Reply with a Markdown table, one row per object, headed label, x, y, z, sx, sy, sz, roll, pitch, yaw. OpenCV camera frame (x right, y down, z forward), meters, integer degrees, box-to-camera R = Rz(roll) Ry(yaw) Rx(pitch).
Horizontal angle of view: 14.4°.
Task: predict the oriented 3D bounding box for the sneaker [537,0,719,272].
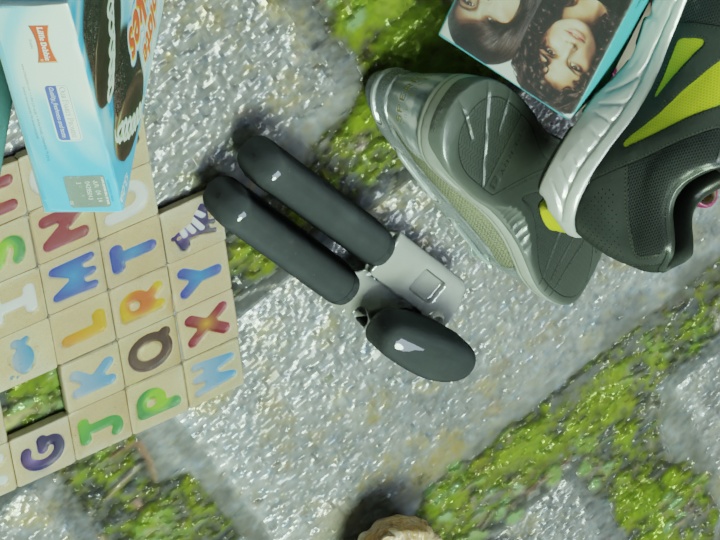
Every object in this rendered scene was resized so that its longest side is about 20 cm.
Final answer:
| label | x | y | z | sx | sy | sz | roll | pitch | yaw |
| --- | --- | --- | --- | --- | --- | --- | --- | --- | --- |
| sneaker | 0.172 | -0.087 | 1.385 | 0.201 | 0.084 | 0.074 | -57 | 159 | 10 |

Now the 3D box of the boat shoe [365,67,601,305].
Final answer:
| label | x | y | z | sx | sy | sz | roll | pitch | yaw |
| --- | --- | --- | --- | --- | --- | --- | --- | --- | --- |
| boat shoe | 0.071 | -0.046 | 1.476 | 0.075 | 0.065 | 0.202 | -62 | 144 | -8 |

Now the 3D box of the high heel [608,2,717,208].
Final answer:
| label | x | y | z | sx | sy | sz | roll | pitch | yaw |
| --- | --- | --- | --- | --- | --- | --- | --- | --- | --- |
| high heel | 0.139 | -0.121 | 1.433 | 0.067 | 0.096 | 0.201 | -27 | 135 | -17 |

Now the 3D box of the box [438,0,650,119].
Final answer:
| label | x | y | z | sx | sy | sz | roll | pitch | yaw |
| --- | --- | --- | --- | --- | --- | --- | --- | --- | --- |
| box | 0.113 | -0.175 | 1.344 | 0.049 | 0.082 | 0.201 | -45 | 165 | -50 |

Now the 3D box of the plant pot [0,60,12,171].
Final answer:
| label | x | y | z | sx | sy | sz | roll | pitch | yaw |
| --- | --- | --- | --- | --- | --- | --- | --- | --- | --- |
| plant pot | -0.223 | -0.105 | 1.147 | 0.141 | 0.141 | 0.201 | 2 | 112 | -38 |

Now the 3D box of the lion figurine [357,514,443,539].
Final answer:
| label | x | y | z | sx | sy | sz | roll | pitch | yaw |
| --- | --- | --- | --- | --- | --- | --- | --- | --- | --- |
| lion figurine | 0.054 | 0.196 | 1.655 | 0.200 | 0.072 | 0.123 | 1 | 110 | -54 |

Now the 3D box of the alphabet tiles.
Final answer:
| label | x | y | z | sx | sy | sz | roll | pitch | yaw |
| --- | --- | --- | --- | --- | --- | --- | --- | --- | --- |
| alphabet tiles | -0.139 | 0.016 | 1.399 | 0.167 | 0.008 | 0.201 | -24 | 135 | -20 |

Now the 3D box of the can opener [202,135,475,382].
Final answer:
| label | x | y | z | sx | sy | sz | roll | pitch | yaw |
| --- | --- | --- | --- | --- | --- | --- | --- | --- | --- |
| can opener | 0.000 | 0.000 | 1.446 | 0.053 | 0.067 | 0.200 | -48 | 141 | 5 |

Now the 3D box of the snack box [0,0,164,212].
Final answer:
| label | x | y | z | sx | sy | sz | roll | pitch | yaw |
| --- | --- | --- | --- | --- | --- | --- | --- | --- | --- |
| snack box | -0.109 | -0.135 | 1.168 | 0.037 | 0.201 | 0.117 | -1 | 138 | 8 |
